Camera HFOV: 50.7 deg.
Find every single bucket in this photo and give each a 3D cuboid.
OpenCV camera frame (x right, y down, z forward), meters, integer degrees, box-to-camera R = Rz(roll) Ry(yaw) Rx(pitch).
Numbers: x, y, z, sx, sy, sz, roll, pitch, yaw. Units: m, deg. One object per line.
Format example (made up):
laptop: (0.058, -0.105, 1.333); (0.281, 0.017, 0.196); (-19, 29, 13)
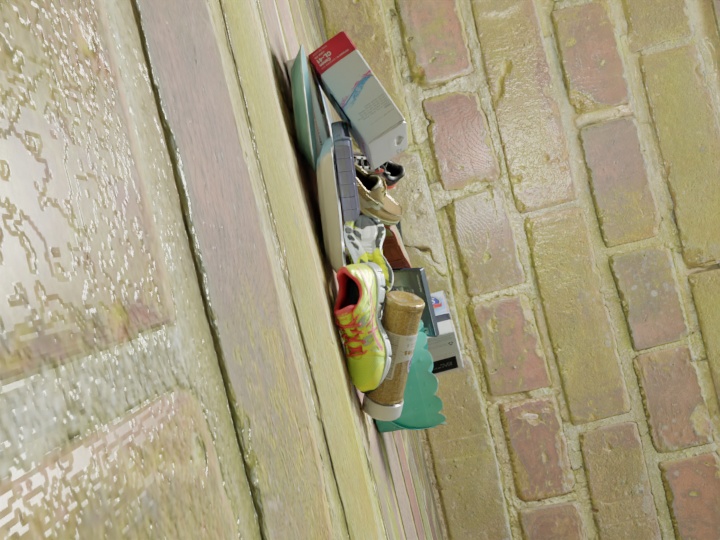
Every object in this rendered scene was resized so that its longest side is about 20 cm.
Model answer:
bucket: (0.082, 0.212, 1.473); (0.207, 0.132, 0.212); (-15, 90, -87)

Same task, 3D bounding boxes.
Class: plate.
plate: (-0.092, -0.259, 1.225); (0.200, 0.025, 0.205); (-7, 90, -90)
plate: (-0.049, -0.108, 1.255); (0.200, 0.032, 0.204); (-95, 179, -73)

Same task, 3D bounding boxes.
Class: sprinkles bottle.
sprinkles bottle: (0.052, 0.138, 1.226); (0.068, 0.067, 0.204); (-92, -167, -73)

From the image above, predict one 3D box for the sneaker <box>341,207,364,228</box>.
sneaker: (-0.024, -0.107, 1.542); (0.110, 0.069, 0.203); (80, -4, -50)

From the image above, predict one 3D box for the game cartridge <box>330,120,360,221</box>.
game cartridge: (-0.026, -0.176, 1.297); (0.201, 0.037, 0.132); (-101, -173, -68)

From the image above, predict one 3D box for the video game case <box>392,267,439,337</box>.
video game case: (0.068, 0.066, 1.586); (0.019, 0.197, 0.146); (-29, 109, -44)

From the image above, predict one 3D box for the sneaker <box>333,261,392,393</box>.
sneaker: (-0.008, 0.085, 1.159); (0.090, 0.077, 0.205); (12, 69, -53)

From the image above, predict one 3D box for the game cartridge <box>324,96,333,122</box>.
game cartridge: (-0.071, -0.292, 1.748); (0.133, 0.041, 0.204); (59, 18, -65)

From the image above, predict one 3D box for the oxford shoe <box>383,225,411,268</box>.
oxford shoe: (0.070, -0.039, 1.602); (0.075, 0.069, 0.202); (-86, 164, -48)

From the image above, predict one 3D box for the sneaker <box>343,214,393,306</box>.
sneaker: (0.007, -0.013, 1.301); (0.202, 0.073, 0.086); (-98, -166, -45)

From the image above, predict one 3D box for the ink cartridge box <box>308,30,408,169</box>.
ink cartridge box: (-0.001, -0.303, 1.366); (0.202, 0.085, 0.148); (59, 0, 12)

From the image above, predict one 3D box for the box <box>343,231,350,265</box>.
box: (0.000, 0.000, 1.482); (0.201, 0.074, 0.051); (70, 5, -53)

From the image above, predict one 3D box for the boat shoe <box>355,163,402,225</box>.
boat shoe: (0.017, -0.153, 1.463); (0.198, 0.066, 0.075); (27, 36, -36)

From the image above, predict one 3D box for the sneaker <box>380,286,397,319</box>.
sneaker: (0.021, 0.096, 1.341); (0.200, 0.077, 0.092); (-57, 171, -64)

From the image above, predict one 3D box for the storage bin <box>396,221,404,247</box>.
storage bin: (0.033, -0.062, 1.697); (0.135, 0.092, 0.204); (-131, -152, -62)

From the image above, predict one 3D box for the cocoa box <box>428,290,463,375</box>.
cocoa box: (0.117, 0.157, 1.714); (0.133, 0.196, 0.135); (-101, 174, -48)

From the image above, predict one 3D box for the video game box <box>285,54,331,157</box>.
video game box: (-0.087, -0.294, 1.422); (0.200, 0.046, 0.186); (-76, 154, -83)

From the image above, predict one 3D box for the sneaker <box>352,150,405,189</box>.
sneaker: (0.012, -0.230, 1.643); (0.081, 0.196, 0.079); (-25, -115, 54)
